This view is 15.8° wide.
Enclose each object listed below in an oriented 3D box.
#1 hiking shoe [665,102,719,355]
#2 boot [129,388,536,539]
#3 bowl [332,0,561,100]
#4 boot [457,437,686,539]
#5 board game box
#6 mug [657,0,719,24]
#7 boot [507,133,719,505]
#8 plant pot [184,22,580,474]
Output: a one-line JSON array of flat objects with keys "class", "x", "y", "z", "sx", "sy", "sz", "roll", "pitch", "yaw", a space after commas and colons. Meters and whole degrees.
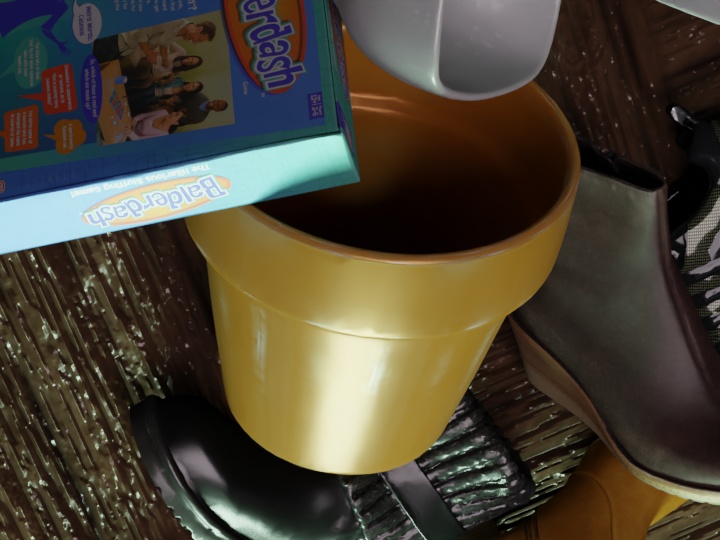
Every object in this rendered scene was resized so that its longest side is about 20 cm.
[{"class": "hiking shoe", "x": 0.189, "y": 0.001, "z": 1.475, "sx": 0.100, "sy": 0.076, "sz": 0.200, "roll": 10, "pitch": 106, "yaw": -7}, {"class": "boot", "x": -0.014, "y": 0.100, "z": 1.451, "sx": 0.158, "sy": 0.079, "sz": 0.211, "roll": -37, "pitch": 130, "yaw": 12}, {"class": "bowl", "x": 0.047, "y": -0.188, "z": 1.276, "sx": 0.074, "sy": 0.200, "sz": 0.200, "roll": 11, "pitch": 100, "yaw": 20}, {"class": "boot", "x": 0.145, "y": 0.163, "z": 1.491, "sx": 0.201, "sy": 0.144, "sz": 0.071, "roll": -22, "pitch": 120, "yaw": -4}, {"class": "board game box", "x": -0.107, "y": -0.095, "z": 1.266, "sx": 0.200, "sy": 0.152, "sz": 0.045, "roll": -11, "pitch": 145, "yaw": 8}, {"class": "mug", "x": 0.212, "y": -0.209, "z": 1.310, "sx": 0.200, "sy": 0.147, "sz": 0.176, "roll": 3, "pitch": 109, "yaw": -55}, {"class": "boot", "x": 0.157, "y": 0.027, "z": 1.402, "sx": 0.072, "sy": 0.200, "sz": 0.167, "roll": -34, "pitch": 137, "yaw": -35}, {"class": "plant pot", "x": 0.000, "y": 0.000, "z": 1.357, "sx": 0.200, "sy": 0.200, "sz": 0.184, "roll": -2, "pitch": 131, "yaw": -14}]
